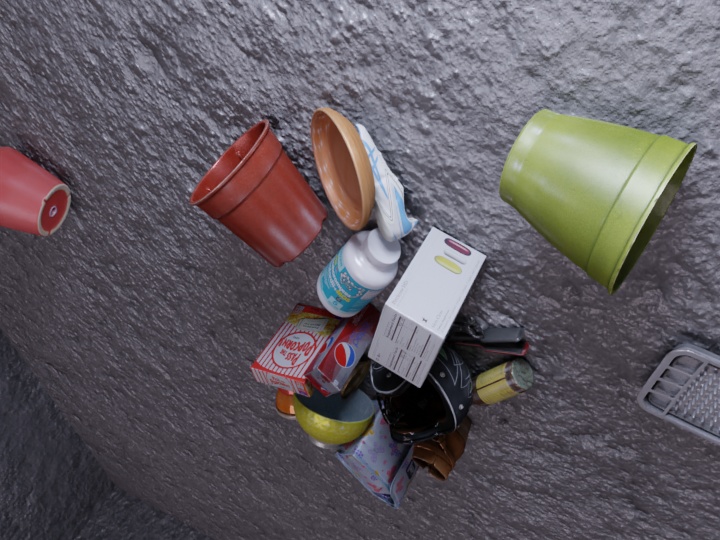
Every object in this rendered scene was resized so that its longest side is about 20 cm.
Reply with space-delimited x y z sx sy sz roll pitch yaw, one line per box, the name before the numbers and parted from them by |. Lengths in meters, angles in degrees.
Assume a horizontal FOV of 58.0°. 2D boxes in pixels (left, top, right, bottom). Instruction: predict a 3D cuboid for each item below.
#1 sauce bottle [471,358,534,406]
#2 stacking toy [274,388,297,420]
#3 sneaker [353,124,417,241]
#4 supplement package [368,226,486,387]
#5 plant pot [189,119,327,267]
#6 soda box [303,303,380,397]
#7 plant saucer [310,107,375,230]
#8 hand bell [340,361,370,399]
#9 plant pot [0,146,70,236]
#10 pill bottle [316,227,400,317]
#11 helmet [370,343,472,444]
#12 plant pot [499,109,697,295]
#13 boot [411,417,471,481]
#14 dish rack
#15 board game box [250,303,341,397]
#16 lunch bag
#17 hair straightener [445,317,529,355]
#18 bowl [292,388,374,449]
sauce bottle | 0.256 0.230 1.282 0.065 0.065 0.199 42 143 -7
stacking toy | -0.159 0.249 1.601 0.143 0.146 0.206 6 118 33
sneaker | 0.035 -0.151 1.088 0.204 0.071 0.072 66 164 -15
supplement package | 0.114 0.061 1.113 0.109 0.202 0.158 27 141 10
plant pot | -0.172 -0.127 1.177 0.198 0.204 0.195 -17 127 46
soda box | -0.031 0.154 1.322 0.070 0.201 0.063 44 142 -11
plant saucer | -0.026 -0.168 1.064 0.202 0.037 0.203 57 160 33
hand bell | -0.081 0.193 1.515 0.199 0.104 0.105 39 144 19
plant pot | -0.859 -0.188 1.663 0.173 0.204 0.202 23 141 1
pill bottle | 0.000 0.000 1.217 0.110 0.112 0.200 39 142 -4
helmet | 0.126 0.229 1.279 0.185 0.202 0.204 -18 125 5
plant pot | 0.289 -0.109 0.834 0.191 0.200 0.204 33 144 24
boot | 0.140 0.344 1.412 0.197 0.156 0.074 32 143 7
dish rack | 0.559 0.197 1.024 0.196 0.044 0.174 26 140 16
board game box | -0.124 0.169 1.412 0.148 0.202 0.047 8 135 31
lunch bag | 0.065 0.436 1.554 0.201 0.171 0.126 50 148 -16
hair straightener | 0.217 0.111 1.222 0.196 0.041 0.078 7 132 40
bowl | -0.072 0.343 1.504 0.195 0.199 0.111 21 107 19
